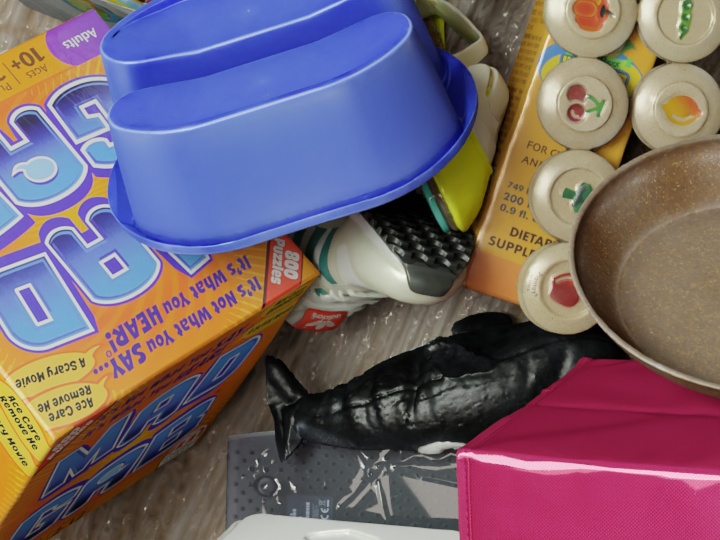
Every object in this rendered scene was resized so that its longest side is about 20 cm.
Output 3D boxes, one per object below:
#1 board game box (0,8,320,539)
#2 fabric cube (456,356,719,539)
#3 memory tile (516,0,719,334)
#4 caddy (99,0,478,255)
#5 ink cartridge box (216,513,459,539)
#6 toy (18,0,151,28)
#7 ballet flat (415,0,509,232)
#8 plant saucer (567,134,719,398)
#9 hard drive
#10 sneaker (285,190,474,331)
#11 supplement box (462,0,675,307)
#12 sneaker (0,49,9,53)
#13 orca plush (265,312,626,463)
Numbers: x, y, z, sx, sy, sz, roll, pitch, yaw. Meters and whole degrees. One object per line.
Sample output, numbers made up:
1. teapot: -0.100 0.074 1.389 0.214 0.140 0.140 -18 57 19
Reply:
1. board game box: -0.187 0.020 1.431 0.200 0.200 0.200 49 140 10
2. fabric cube: 0.178 0.162 1.302 0.199 0.200 0.196 1 103 24
3. memory tile: 0.166 -0.061 1.390 0.153 0.017 0.200 4 96 -5
4. caddy: -0.041 -0.081 1.339 0.200 0.105 0.141 -17 38 4
5. ink cartridge box: -0.009 0.244 1.422 0.146 0.084 0.200 1 110 23
6. toy: -0.131 -0.158 1.518 0.200 0.115 0.047 25 84 23
7. ballet flat: 0.044 -0.100 1.427 0.067 0.067 0.200 -26 40 4
8. plant saucer: 0.204 0.006 1.317 0.200 0.200 0.037 19 135 23
9. hard drive: 0.020 0.156 1.472 0.200 0.042 0.135 0 88 23
10. sneaker: -0.001 0.000 1.437 0.200 0.070 0.093 43 118 61
11. supplement box: 0.110 -0.079 1.424 0.066 0.069 0.200 18 93 -7
12. sneaker: -0.132 -0.087 1.544 0.200 0.070 0.080 30 82 20
13. orca plush: 0.041 0.049 1.430 0.200 0.071 0.105 1 53 17
